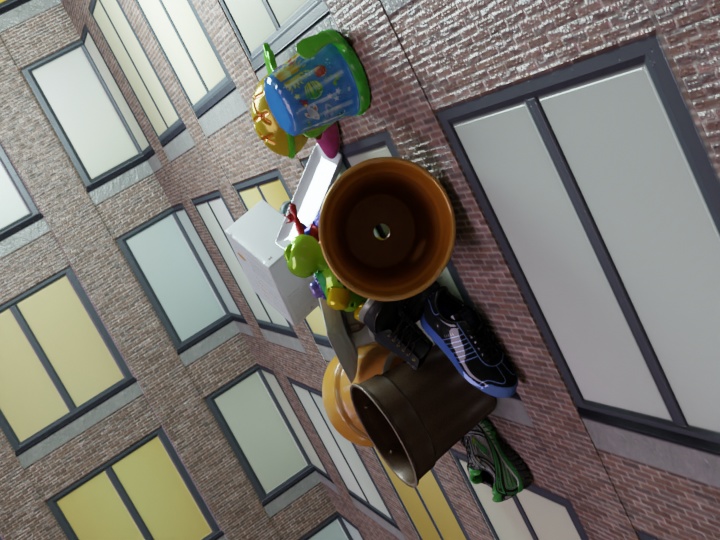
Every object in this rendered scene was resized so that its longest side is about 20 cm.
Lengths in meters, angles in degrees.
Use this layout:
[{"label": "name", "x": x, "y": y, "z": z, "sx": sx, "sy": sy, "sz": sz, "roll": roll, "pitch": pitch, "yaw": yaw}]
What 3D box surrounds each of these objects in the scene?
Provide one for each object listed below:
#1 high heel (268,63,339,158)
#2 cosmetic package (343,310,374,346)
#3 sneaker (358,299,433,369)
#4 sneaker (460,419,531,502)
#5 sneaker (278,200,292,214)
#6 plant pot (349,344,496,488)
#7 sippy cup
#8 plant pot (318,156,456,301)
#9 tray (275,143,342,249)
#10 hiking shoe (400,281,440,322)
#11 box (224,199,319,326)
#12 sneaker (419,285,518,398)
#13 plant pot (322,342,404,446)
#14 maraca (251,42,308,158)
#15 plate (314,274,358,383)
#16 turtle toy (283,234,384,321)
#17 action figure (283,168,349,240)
[{"label": "high heel", "x": -0.096, "y": -0.259, "z": 1.632, "sx": 0.067, "sy": 0.095, "sz": 0.202, "roll": 43, "pitch": 156, "yaw": 41}, {"label": "cosmetic package", "x": 0.001, "y": 0.018, "z": 1.747, "sx": 0.104, "sy": 0.086, "sz": 0.204, "roll": -87, "pitch": -20, "yaw": -72}, {"label": "sneaker", "x": 0.064, "y": 0.088, "z": 1.553, "sx": 0.105, "sy": 0.075, "sz": 0.200, "roll": 35, "pitch": 170, "yaw": 18}, {"label": "sneaker", "x": 0.213, "y": 0.325, "z": 1.738, "sx": 0.200, "sy": 0.084, "sz": 0.079, "roll": 47, "pitch": 160, "yaw": 38}, {"label": "sneaker", "x": -0.086, "y": -0.073, "z": 1.980, "sx": 0.201, "sy": 0.079, "sz": 0.096, "roll": 48, "pitch": 157, "yaw": 4}, {"label": "plant pot", "x": 0.115, "y": 0.232, "z": 1.671, "sx": 0.201, "sy": 0.196, "sz": 0.201, "roll": 52, "pitch": 162, "yaw": 24}, {"label": "sippy cup", "x": -0.073, "y": -0.276, "z": 1.480, "sx": 0.139, "sy": 0.129, "sz": 0.180, "roll": 33, "pitch": 149, "yaw": 54}, {"label": "plant pot", "x": 0.035, "y": -0.062, "z": 1.462, "sx": 0.203, "sy": 0.198, "sz": 0.183, "roll": 60, "pitch": 179, "yaw": -3}, {"label": "tray", "x": -0.089, "y": -0.124, "z": 1.757, "sx": 0.022, "sy": 0.203, "sz": 0.107, "roll": 20, "pitch": -173, "yaw": -32}, {"label": "hiking shoe", "x": 0.080, "y": 0.037, "z": 1.656, "sx": 0.101, "sy": 0.075, "sz": 0.200, "roll": 54, "pitch": 164, "yaw": 5}, {"label": "box", "x": -0.165, "y": -0.014, "z": 1.971, "sx": 0.152, "sy": 0.106, "sz": 0.202, "roll": 37, "pitch": 159, "yaw": 34}, {"label": "sneaker", "x": 0.174, "y": 0.110, "z": 1.517, "sx": 0.200, "sy": 0.070, "sz": 0.079, "roll": 42, "pitch": 142, "yaw": 19}, {"label": "plant pot", "x": 0.052, "y": 0.223, "z": 1.867, "sx": 0.202, "sy": 0.199, "sz": 0.183, "roll": 59, "pitch": 148, "yaw": 0}, {"label": "maraca", "x": -0.142, "y": -0.293, "z": 1.696, "sx": 0.138, "sy": 0.105, "sz": 0.203, "roll": -124, "pitch": 20, "yaw": -57}, {"label": "plate", "x": -0.042, "y": 0.076, "z": 1.774, "sx": 0.201, "sy": 0.032, "sz": 0.203, "roll": 69, "pitch": -173, "yaw": -57}, {"label": "turtle toy", "x": -0.040, "y": -0.003, "z": 1.603, "sx": 0.100, "sy": 0.149, "sz": 0.199, "roll": 0, "pitch": 162, "yaw": 39}, {"label": "action figure", "x": -0.079, "y": -0.108, "z": 1.666, "sx": 0.099, "sy": 0.201, "sz": 0.065, "roll": 43, "pitch": -159, "yaw": 12}]
